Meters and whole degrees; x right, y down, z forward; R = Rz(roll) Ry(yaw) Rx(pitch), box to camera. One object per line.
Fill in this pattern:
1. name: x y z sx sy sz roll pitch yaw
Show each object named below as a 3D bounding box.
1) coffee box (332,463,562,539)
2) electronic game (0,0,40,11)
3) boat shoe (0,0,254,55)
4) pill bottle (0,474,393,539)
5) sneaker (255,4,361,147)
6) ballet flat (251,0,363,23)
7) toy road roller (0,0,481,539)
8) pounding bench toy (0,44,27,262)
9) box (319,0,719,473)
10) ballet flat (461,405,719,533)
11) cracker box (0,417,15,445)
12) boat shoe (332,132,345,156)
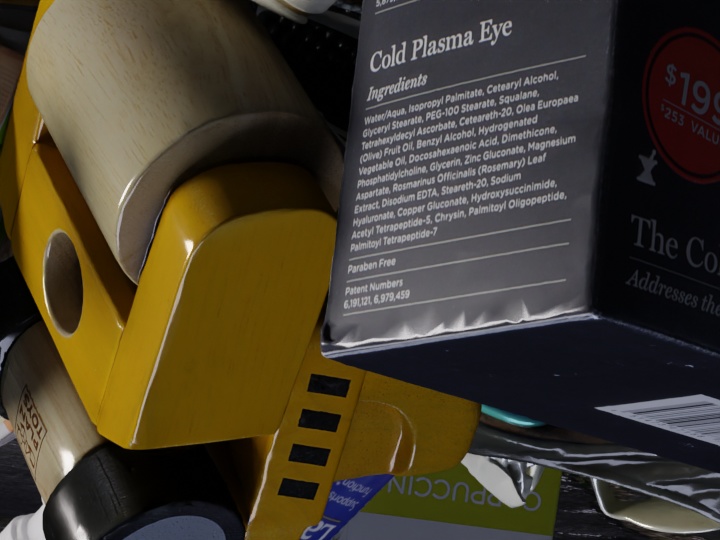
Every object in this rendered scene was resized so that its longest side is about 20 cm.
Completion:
1. coffee box: -0.018 0.110 1.288 0.199 0.198 0.200 8 -179 -7
2. electronic game: -0.118 -0.121 0.817 0.200 0.042 0.200 6 166 2
3. boat shoe: -0.137 -0.075 0.959 0.200 0.066 0.072 3 166 12
4. pill bottle: -0.064 0.086 1.117 0.116 0.200 0.116 42 -170 -9
5. sneaker: 0.055 -0.032 0.854 0.200 0.074 0.080 43 180 10
6. ballet flat: -0.003 -0.101 0.748 0.200 0.072 0.072 8 168 -41
7. toy road roller: -0.032 0.002 0.804 0.146 0.123 0.200 -7 135 -27
8. pounding bench toy: -0.194 -0.039 0.828 0.156 0.124 0.200 24 179 6
9. box: 0.103 -0.047 0.729 0.200 0.182 0.104 17 161 -39
10. ballet flat: 0.085 0.066 1.026 0.200 0.068 0.068 17 125 17
11. cracker box: -0.181 0.012 1.183 0.058 0.134 0.200 -30 180 -23
12. boat shoe: 0.015 -0.027 1.071 0.059 0.072 0.200 -20 144 37
